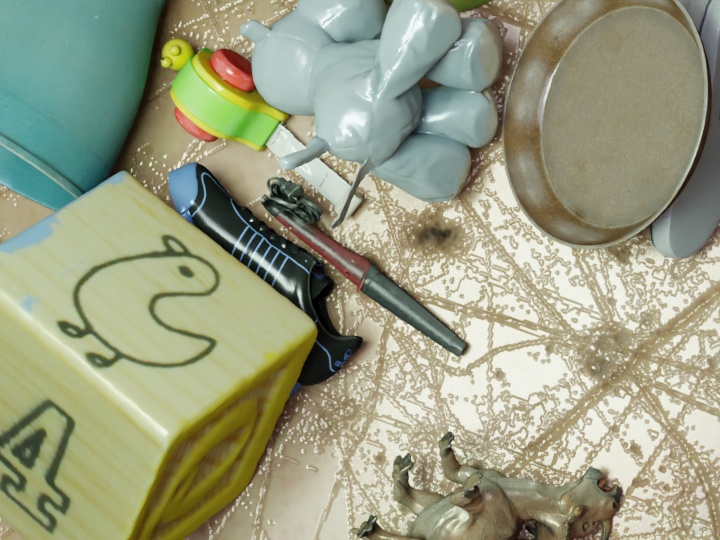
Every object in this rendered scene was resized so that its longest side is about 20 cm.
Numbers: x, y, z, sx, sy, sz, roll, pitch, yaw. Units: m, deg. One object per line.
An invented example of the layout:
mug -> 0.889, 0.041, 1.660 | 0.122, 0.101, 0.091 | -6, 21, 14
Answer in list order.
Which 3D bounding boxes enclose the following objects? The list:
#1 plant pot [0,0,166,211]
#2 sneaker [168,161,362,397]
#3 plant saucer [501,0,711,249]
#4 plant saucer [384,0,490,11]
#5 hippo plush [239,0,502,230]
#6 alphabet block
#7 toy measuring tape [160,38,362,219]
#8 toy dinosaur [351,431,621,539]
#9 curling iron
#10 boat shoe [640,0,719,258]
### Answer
plant pot -> -0.249, -0.171, 1.731 | 0.199, 0.200, 0.189 | 25, 79, 16
sneaker -> -0.072, -0.005, 1.729 | 0.078, 0.070, 0.201 | -30, 86, 9
plant saucer -> 0.184, -0.113, 1.634 | 0.200, 0.034, 0.202 | -12, 73, 46
plant saucer -> 0.058, -0.298, 1.722 | 0.198, 0.031, 0.202 | -1, 87, 16
hippo plush -> -0.001, -0.132, 1.693 | 0.200, 0.159, 0.161 | -49, 44, -10
alphabet block -> -0.183, 0.084, 1.658 | 0.200, 0.195, 0.197 | 37, 132, 14
toy measuring tape -> -0.085, -0.110, 1.731 | 0.200, 0.074, 0.074 | 44, 99, 14
toy dinosaur -> 0.084, 0.198, 1.668 | 0.199, 0.086, 0.136 | -29, 116, 29
curling iron -> 0.000, 0.000, 1.711 | 0.200, 0.050, 0.026 | 42, 75, 3
boat shoe -> 0.236, -0.111, 1.649 | 0.070, 0.071, 0.202 | 14, 95, 44
